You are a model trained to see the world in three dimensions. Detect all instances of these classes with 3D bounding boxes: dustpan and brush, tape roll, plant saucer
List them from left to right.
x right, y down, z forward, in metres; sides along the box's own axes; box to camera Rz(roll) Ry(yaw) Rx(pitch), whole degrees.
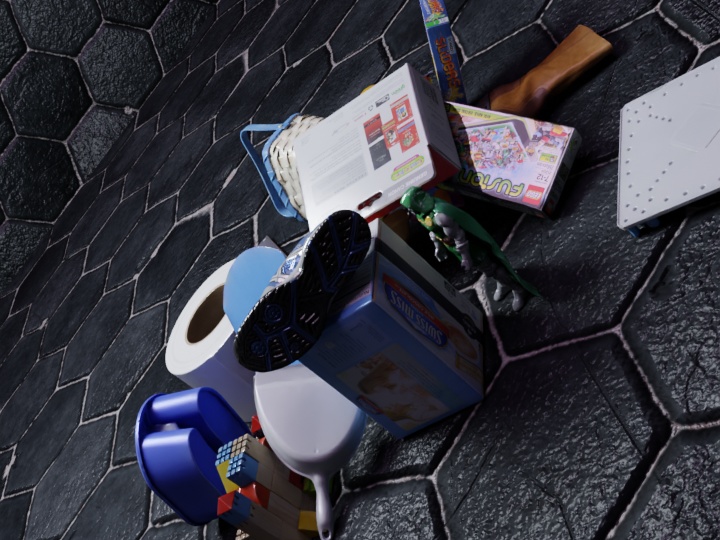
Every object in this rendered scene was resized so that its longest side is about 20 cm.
[{"bbox_3d":[-0.173,0.101,1.392,0.202,0.139,0.204,-36,31,25],"label":"tape roll"},{"bbox_3d":[-0.051,0.214,1.106,0.137,0.057,0.203,-7,66,0],"label":"dustpan and brush"},{"bbox_3d":[0.000,0.000,1.278,0.200,0.037,0.200,-44,-7,-6],"label":"plant saucer"}]

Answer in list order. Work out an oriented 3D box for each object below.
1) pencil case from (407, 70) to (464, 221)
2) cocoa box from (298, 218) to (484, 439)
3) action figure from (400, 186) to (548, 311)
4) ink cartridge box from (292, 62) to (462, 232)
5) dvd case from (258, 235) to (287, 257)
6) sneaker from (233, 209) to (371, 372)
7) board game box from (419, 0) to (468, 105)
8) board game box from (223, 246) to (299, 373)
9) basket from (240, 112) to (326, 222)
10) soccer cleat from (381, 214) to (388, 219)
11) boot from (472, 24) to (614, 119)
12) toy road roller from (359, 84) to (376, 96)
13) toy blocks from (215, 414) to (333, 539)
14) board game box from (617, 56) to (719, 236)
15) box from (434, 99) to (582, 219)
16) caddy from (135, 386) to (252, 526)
[{"bbox_3d":[0.084,-0.171,1.302,0.088,0.088,0.204,-15,86,46],"label":"pencil case"},{"bbox_3d":[0.032,0.070,1.065,0.132,0.200,0.133,-31,34,29],"label":"cocoa box"},{"bbox_3d":[0.116,-0.030,1.063,0.055,0.199,0.118,-52,28,-5],"label":"action figure"},{"bbox_3d":[0.021,-0.131,1.210,0.198,0.083,0.178,-28,56,27],"label":"ink cartridge box"},{"bbox_3d":[-0.177,0.027,1.611,0.149,0.016,0.200,-50,29,0],"label":"dvd case"},{"bbox_3d":[-0.058,0.023,0.986,0.201,0.075,0.077,-49,9,4],"label":"sneaker"},{"bbox_3d":[0.126,-0.288,1.357,0.034,0.202,0.136,-14,37,7],"label":"board game box"},{"bbox_3d":[-0.101,0.065,1.229,0.039,0.202,0.158,-19,-13,-46],"label":"board game box"},{"bbox_3d":[-0.099,-0.168,1.575,0.197,0.178,0.140,-1,38,38],"label":"basket"},{"bbox_3d":[-0.006,-0.082,1.341,0.065,0.083,0.201,-40,-17,-40],"label":"soccer cleat"},{"bbox_3d":[0.258,-0.232,1.265,0.199,0.069,0.189,-35,24,13],"label":"boot"},{"bbox_3d":[0.027,-0.195,1.429,0.198,0.145,0.125,-19,47,45],"label":"toy road roller"},{"bbox_3d":[-0.116,0.254,1.132,0.099,0.136,0.202,-31,34,31],"label":"toy blocks"},{"bbox_3d":[0.371,-0.147,1.013,0.198,0.026,0.202,-26,37,39],"label":"board game box"},{"bbox_3d":[0.169,-0.143,1.190,0.198,0.035,0.112,19,83,35],"label":"box"},{"bbox_3d":[-0.220,0.246,1.244,0.103,0.201,0.143,-17,40,19],"label":"caddy"}]
